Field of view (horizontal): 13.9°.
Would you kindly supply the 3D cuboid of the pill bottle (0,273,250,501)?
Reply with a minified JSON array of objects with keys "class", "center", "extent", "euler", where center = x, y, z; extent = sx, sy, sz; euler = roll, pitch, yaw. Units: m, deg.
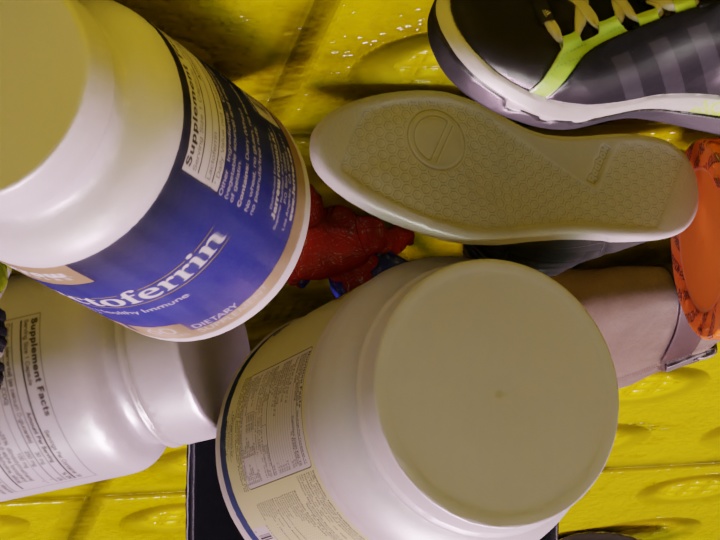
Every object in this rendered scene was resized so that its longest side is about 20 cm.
[{"class":"pill bottle","center":[-0.164,0.057,1.520],"extent":[0.199,0.114,0.113],"euler":[-13,161,20]}]

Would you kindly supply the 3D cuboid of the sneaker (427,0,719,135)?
[{"class":"sneaker","center":[0.123,-0.109,1.225],"extent":[0.199,0.072,0.083],"euler":[2,136,-27]}]

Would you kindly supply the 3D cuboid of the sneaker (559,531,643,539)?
[{"class":"sneaker","center":[0.151,0.244,2.294],"extent":[0.199,0.081,0.086],"euler":[-1,175,8]}]

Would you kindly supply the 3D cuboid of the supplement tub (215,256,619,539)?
[{"class":"supplement tub","center":[0.025,0.074,1.403],"extent":[0.144,0.146,0.200],"euler":[1,168,-22]}]

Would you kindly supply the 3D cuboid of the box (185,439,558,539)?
[{"class":"box","center":[0.009,0.124,1.641],"extent":[0.199,0.125,0.197],"euler":[1,175,1]}]

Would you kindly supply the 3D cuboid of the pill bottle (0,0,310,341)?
[{"class":"pill bottle","center":[-0.109,-0.047,1.218],"extent":[0.115,0.116,0.200],"euler":[-13,160,20]}]

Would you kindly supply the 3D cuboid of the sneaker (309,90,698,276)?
[{"class":"sneaker","center":[0.052,-0.033,1.390],"extent":[0.199,0.071,0.099],"euler":[6,162,-27]}]

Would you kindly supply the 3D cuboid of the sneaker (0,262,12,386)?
[{"class":"sneaker","center":[-0.193,0.010,1.241],"extent":[0.079,0.201,0.078],"euler":[-12,134,20]}]

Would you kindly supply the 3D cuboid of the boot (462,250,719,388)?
[{"class":"boot","center":[0.131,0.019,1.592],"extent":[0.145,0.071,0.200],"euler":[-9,167,0]}]

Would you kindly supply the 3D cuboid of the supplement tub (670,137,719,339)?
[{"class":"supplement tub","center":[0.258,-0.018,1.421],"extent":[0.199,0.123,0.123],"euler":[-3,162,-12]}]

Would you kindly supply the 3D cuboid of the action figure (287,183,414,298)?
[{"class":"action figure","center":[0.000,0.000,1.509],"extent":[0.065,0.052,0.200],"euler":[-16,157,12]}]
